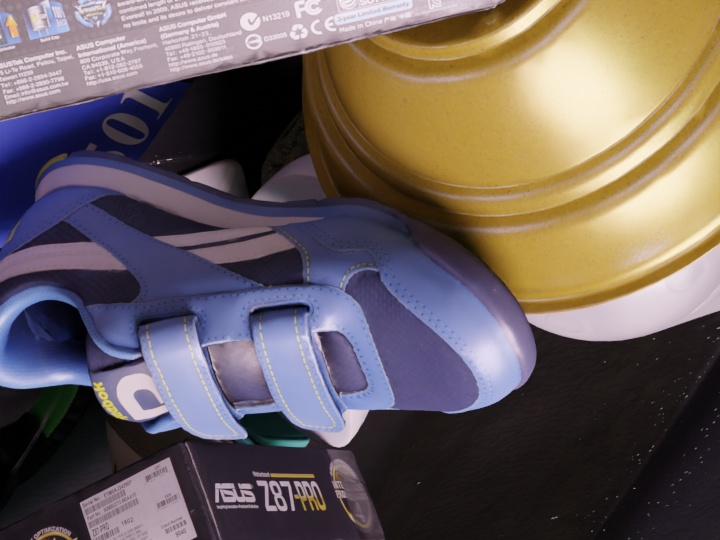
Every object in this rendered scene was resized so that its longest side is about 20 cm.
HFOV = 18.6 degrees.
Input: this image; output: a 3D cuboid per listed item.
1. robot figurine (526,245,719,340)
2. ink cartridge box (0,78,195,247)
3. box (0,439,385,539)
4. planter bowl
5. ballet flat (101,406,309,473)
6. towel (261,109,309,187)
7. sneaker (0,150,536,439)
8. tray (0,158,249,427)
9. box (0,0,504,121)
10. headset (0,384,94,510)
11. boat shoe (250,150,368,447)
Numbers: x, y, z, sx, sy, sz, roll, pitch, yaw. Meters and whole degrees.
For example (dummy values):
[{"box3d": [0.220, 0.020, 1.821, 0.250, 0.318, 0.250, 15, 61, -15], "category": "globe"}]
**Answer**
[{"box3d": [0.101, -0.035, 0.800, 0.169, 0.113, 0.200, -40, 167, 23], "category": "robot figurine"}, {"box3d": [-0.093, -0.091, 0.733, 0.094, 0.044, 0.200, 6, 134, -42], "category": "ink cartridge box"}, {"box3d": [-0.107, 0.129, 0.875, 0.199, 0.049, 0.161, -28, 162, 19], "category": "box"}, {"box3d": [0.049, -0.094, 0.686, 0.200, 0.201, 0.083, -36, 148, 14], "category": "planter bowl"}, {"box3d": [-0.072, 0.079, 0.936, 0.064, 0.067, 0.200, -51, 162, 1], "category": "ballet flat"}, {"box3d": [0.055, -0.087, 0.861, 0.147, 0.037, 0.200, -1, 139, -38], "category": "towel"}, {"box3d": [-0.038, 0.021, 0.709, 0.082, 0.199, 0.074, -56, 142, -36], "category": "sneaker"}, {"box3d": [-0.130, 0.027, 0.898, 0.199, 0.022, 0.108, -23, 147, -7], "category": "tray"}, {"box3d": [-0.073, -0.139, 0.576, 0.198, 0.048, 0.194, -13, 122, 2], "category": "box"}, {"box3d": [-0.178, 0.062, 0.813, 0.200, 0.094, 0.124, -43, 126, -4], "category": "headset"}, {"box3d": [0.000, 0.000, 0.844, 0.068, 0.071, 0.200, -50, 164, -23], "category": "boat shoe"}]
